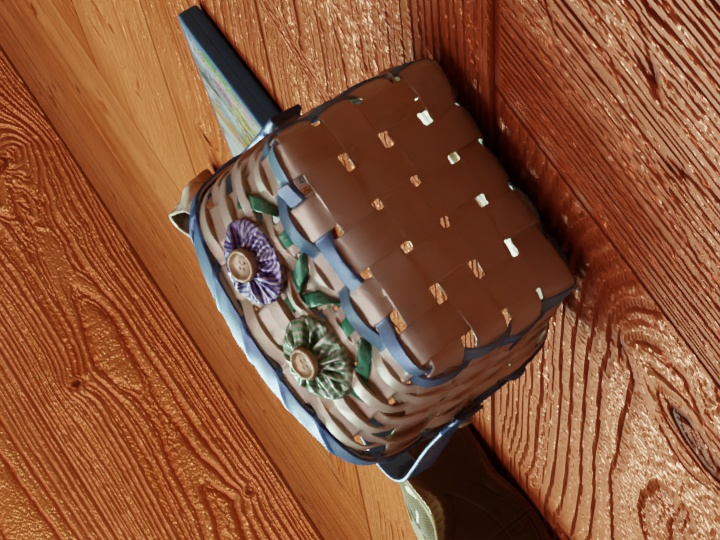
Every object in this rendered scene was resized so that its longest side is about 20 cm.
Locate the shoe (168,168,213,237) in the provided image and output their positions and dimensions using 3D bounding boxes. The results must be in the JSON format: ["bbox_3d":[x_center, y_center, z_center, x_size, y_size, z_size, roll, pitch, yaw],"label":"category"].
[{"bbox_3d":[-0.112,-0.030,1.823,0.070,0.053,0.200,62,171,-24],"label":"shoe"}]

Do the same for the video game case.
[{"bbox_3d":[-0.064,-0.077,1.513,0.143,0.018,0.200,54,171,31],"label":"video game case"}]

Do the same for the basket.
[{"bbox_3d":[0.000,0.000,1.004,0.176,0.139,0.200,56,161,8],"label":"basket"}]

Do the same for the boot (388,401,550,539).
[{"bbox_3d":[0.083,0.193,1.451,0.200,0.072,0.155,59,173,34],"label":"boot"}]
